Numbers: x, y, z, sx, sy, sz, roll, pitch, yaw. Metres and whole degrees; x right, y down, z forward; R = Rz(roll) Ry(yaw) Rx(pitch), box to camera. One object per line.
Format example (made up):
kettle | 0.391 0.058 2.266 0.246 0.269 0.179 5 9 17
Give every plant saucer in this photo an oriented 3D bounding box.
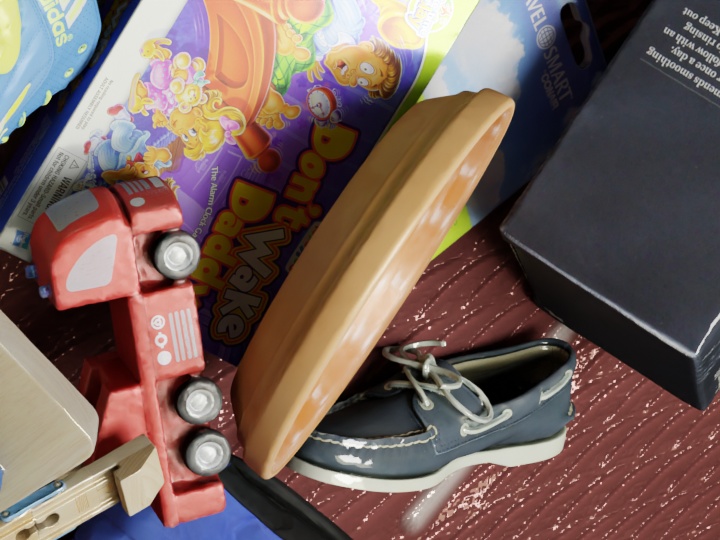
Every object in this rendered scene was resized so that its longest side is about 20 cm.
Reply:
plant saucer | 0.000 0.000 1.025 0.201 0.037 0.200 -55 175 -7

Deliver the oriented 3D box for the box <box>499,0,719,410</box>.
box | 0.178 -0.051 1.168 0.200 0.117 0.197 -56 166 -3

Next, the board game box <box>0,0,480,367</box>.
board game box | -0.057 -0.073 1.013 0.134 0.045 0.200 28 100 -25

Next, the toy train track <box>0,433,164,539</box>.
toy train track | -0.162 0.129 0.923 0.200 0.033 0.115 -29 139 -20

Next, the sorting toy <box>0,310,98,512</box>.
sorting toy | -0.225 0.054 0.763 0.200 0.070 0.199 -31 120 17

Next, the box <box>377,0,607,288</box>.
box | 0.030 -0.072 1.134 0.200 0.048 0.122 -39 131 -19

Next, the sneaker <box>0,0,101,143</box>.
sneaker | -0.157 -0.070 0.957 0.105 0.076 0.201 3 108 -42

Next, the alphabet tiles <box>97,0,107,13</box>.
alphabet tiles | -0.061 -0.184 1.031 0.200 0.006 0.167 -40 131 -19

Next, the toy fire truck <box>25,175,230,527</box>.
toy fire truck | -0.130 0.069 0.981 0.140 0.049 0.201 -13 110 -17

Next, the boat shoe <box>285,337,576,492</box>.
boat shoe | 0.042 0.072 1.196 0.199 0.075 0.062 -4 115 -41

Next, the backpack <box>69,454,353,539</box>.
backpack | -0.059 0.183 1.072 0.168 0.200 0.163 -44 165 -12
